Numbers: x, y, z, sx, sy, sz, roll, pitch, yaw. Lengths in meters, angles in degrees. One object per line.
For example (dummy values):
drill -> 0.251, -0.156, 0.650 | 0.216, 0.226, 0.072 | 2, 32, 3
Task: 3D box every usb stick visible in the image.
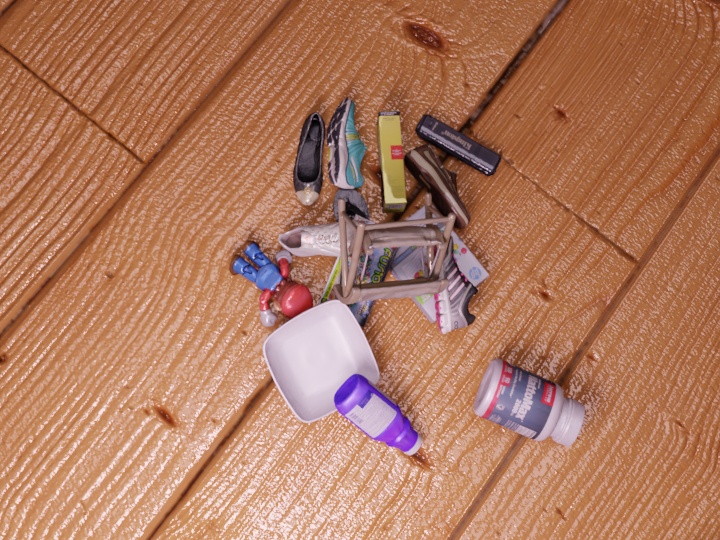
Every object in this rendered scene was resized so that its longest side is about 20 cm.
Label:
usb stick -> 0.212, -0.272, 1.736 | 0.198, 0.033, 0.056 | 31, 79, 4

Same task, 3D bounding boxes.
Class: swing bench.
swing bench -> 0.062, -0.028, 1.526 | 0.195, 0.130, 0.204 | -6, 117, -19

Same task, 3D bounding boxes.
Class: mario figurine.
mario figurine -> -0.177, 0.034, 1.645 | 0.199, 0.106, 0.124 | 41, 115, 16

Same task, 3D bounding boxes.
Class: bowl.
bowl -> -0.082, 0.175, 1.590 | 0.197, 0.075, 0.203 | -28, 98, -8

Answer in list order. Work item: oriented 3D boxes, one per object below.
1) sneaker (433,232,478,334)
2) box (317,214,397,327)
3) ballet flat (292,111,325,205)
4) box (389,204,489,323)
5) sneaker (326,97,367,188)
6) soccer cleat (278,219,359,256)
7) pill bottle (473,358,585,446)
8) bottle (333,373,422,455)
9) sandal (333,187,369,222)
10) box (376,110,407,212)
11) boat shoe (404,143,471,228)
sneaker -> 0.193, 0.024, 1.614 | 0.086, 0.074, 0.204 | -3, 83, -4
box -> 0.000, 0.000, 1.641 | 0.108, 0.035, 0.203 | 23, 93, 4
ballet flat -> -0.110, -0.238, 1.701 | 0.065, 0.057, 0.204 | 3, 78, -1
box -> 0.147, -0.017, 1.676 | 0.155, 0.041, 0.201 | -37, 83, -9
sneaker -> -0.027, -0.270, 1.715 | 0.078, 0.077, 0.204 | 8, 74, -28
soccer cleat -> -0.078, -0.063, 1.610 | 0.197, 0.077, 0.071 | -9, 73, 36
pill bottle -> 0.336, 0.266, 1.586 | 0.197, 0.120, 0.121 | 22, 78, 2
bottle -> 0.039, 0.287, 1.560 | 0.199, 0.065, 0.084 | 41, 98, -22
sandal -> -0.011, -0.082, 1.677 | 0.074, 0.048, 0.205 | -9, 79, -4
box -> 0.065, -0.231, 1.700 | 0.049, 0.075, 0.204 | -2, 77, -3
boat shoe -> 0.179, -0.186, 1.697 | 0.074, 0.075, 0.204 | -33, 81, -15
